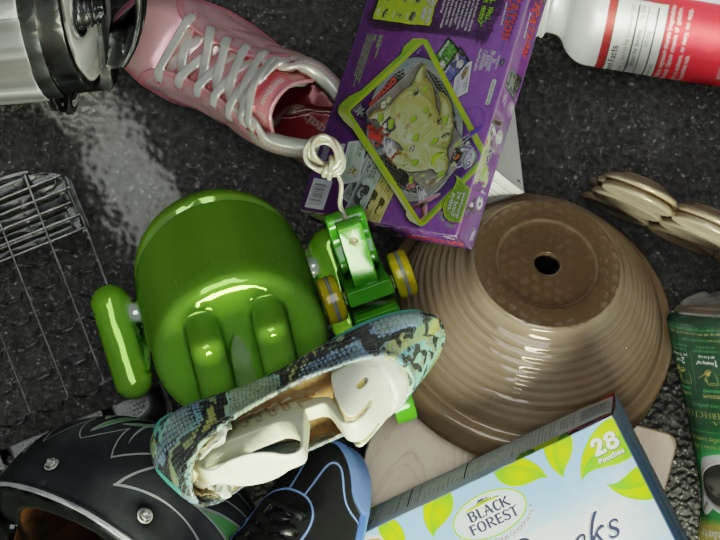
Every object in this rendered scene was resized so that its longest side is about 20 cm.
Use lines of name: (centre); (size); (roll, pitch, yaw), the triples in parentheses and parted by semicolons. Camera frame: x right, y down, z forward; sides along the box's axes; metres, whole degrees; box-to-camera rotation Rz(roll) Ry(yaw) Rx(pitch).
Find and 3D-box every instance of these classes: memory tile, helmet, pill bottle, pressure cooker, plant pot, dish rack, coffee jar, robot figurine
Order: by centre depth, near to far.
helmet: (-0.153, 0.191, 1.655); (0.199, 0.200, 0.192); (13, 89, 1)
robot figurine: (-0.086, 0.021, 1.679); (0.175, 0.200, 0.116); (-17, 121, -4)
plant pot: (0.113, 0.019, 1.680); (0.200, 0.093, 0.202); (4, 56, -6)
pressure cooker: (-0.240, -0.192, 1.690); (0.199, 0.176, 0.180); (-4, 81, 8)
coffee jar: (0.267, 0.114, 1.690); (0.085, 0.104, 0.201); (-17, 103, -39)
memory tile: (0.245, -0.019, 1.694); (0.199, 0.153, 0.017); (24, 86, 0)
pill bottle: (0.202, -0.187, 1.727); (0.199, 0.112, 0.113); (9, 86, 1)
dish rack: (-0.230, 0.039, 1.740); (0.153, 0.055, 0.201); (-21, 84, -3)

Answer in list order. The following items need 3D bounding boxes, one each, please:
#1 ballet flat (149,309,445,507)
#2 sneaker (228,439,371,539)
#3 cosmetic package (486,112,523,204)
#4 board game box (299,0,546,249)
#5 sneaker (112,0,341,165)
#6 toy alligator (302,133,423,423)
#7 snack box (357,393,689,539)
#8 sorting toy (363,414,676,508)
ballet flat: (-0.030, 0.091, 1.575); (0.199, 0.074, 0.074); (-26, 86, -4)
sneaker: (-0.058, 0.187, 1.572); (0.070, 0.078, 0.201); (12, 70, 34)
cosmetic package: (0.054, -0.138, 1.707); (0.082, 0.051, 0.201); (-17, 63, 23)
board game box: (0.044, -0.119, 1.656); (0.120, 0.032, 0.201); (10, 75, 34)
sneaker: (-0.081, -0.132, 1.728); (0.200, 0.105, 0.076); (30, 88, 3)
toy alligator: (0.000, 0.000, 1.624); (0.059, 0.054, 0.201); (-19, 108, -4)
snack box: (0.109, 0.198, 1.625); (0.199, 0.068, 0.169); (-26, 96, 10)
sorting toy: (0.089, 0.183, 1.720); (0.198, 0.070, 0.201); (15, 85, 1)
